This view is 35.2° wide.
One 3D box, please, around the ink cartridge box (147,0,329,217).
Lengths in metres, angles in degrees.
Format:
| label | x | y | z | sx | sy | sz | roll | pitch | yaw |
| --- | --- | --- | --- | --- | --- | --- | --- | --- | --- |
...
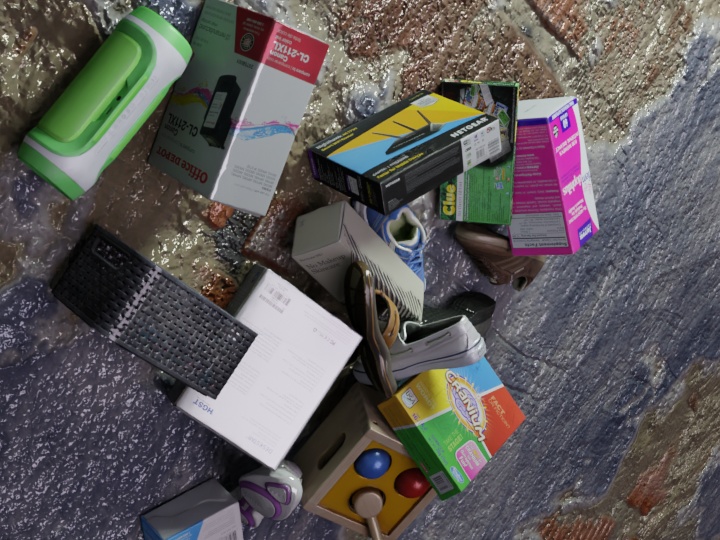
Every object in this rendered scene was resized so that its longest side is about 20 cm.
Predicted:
| label | x | y | z | sx | sy | sz | roll | pitch | yaw |
| --- | --- | --- | --- | --- | --- | --- | --- | --- | --- |
| ink cartridge box | -0.136 | -0.179 | 1.241 | 0.082 | 0.145 | 0.202 | 15 | 100 | -43 |

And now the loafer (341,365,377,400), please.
| label | x | y | z | sx | sy | sz | roll | pitch | yaw |
| --- | --- | --- | --- | --- | --- | --- | --- | --- | --- |
| loafer | -0.002 | 0.207 | 1.607 | 0.062 | 0.072 | 0.202 | -11 | 119 | -31 |

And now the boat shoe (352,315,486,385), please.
| label | x | y | z | sx | sy | sz | roll | pitch | yaw |
| --- | --- | --- | --- | --- | --- | --- | --- | --- | --- |
| boat shoe | 0.069 | 0.096 | 1.494 | 0.067 | 0.198 | 0.074 | 64 | 31 | -19 |

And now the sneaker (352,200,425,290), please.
| label | x | y | z | sx | sy | sz | roll | pitch | yaw |
| --- | --- | --- | --- | --- | --- | --- | --- | --- | --- |
| sneaker | 0.050 | -0.028 | 1.531 | 0.076 | 0.077 | 0.201 | -44 | 134 | -19 |

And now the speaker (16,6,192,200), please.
| label | x | y | z | sx | sy | sz | roll | pitch | yaw |
| --- | --- | --- | --- | --- | --- | --- | --- | --- | --- |
| speaker | -0.262 | -0.173 | 1.174 | 0.201 | 0.088 | 0.088 | -53 | 135 | -8 |

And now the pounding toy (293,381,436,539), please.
| label | x | y | z | sx | sy | sz | roll | pitch | yaw |
| --- | --- | --- | --- | --- | --- | --- | --- | --- | --- |
| pounding toy | 0.020 | 0.299 | 1.554 | 0.183 | 0.143 | 0.200 | 29 | 112 | -27 |

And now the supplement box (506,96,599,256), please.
| label | x | y | z | sx | sy | sz | roll | pitch | yaw |
| --- | --- | --- | --- | --- | --- | --- | --- | --- | --- |
| supplement box | 0.258 | -0.131 | 1.603 | 0.101 | 0.103 | 0.202 | -37 | 120 | -48 |

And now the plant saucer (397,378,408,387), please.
| label | x | y | z | sx | sy | sz | roll | pitch | yaw |
| --- | --- | --- | --- | --- | --- | --- | --- | --- | --- |
| plant saucer | 0.042 | 0.239 | 1.696 | 0.070 | 0.019 | 0.202 | 18 | 98 | -45 |

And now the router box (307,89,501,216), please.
| label | x | y | z | sx | sy | sz | roll | pitch | yaw |
| --- | --- | --- | --- | --- | --- | --- | --- | --- | --- |
| router box | 0.056 | -0.152 | 1.425 | 0.199 | 0.149 | 0.051 | -30 | 128 | -28 |

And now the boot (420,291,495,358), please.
| label | x | y | z | sx | sy | sz | roll | pitch | yaw |
| --- | --- | --- | --- | --- | --- | --- | --- | --- | --- |
| boot | 0.124 | 0.119 | 1.678 | 0.199 | 0.068 | 0.132 | -16 | 123 | -36 |

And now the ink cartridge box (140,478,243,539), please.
| label | x | y | z | sx | sy | sz | roll | pitch | yaw |
| --- | --- | --- | --- | --- | --- | --- | --- | --- | --- |
| ink cartridge box | -0.214 | 0.393 | 1.504 | 0.114 | 0.068 | 0.202 | -23 | 123 | -32 |

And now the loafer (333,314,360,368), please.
| label | x | y | z | sx | sy | sz | roll | pitch | yaw |
| --- | --- | --- | --- | --- | --- | --- | --- | --- | --- |
| loafer | -0.080 | 0.124 | 1.495 | 0.199 | 0.067 | 0.077 | -34 | 129 | -26 |

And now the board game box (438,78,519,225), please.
| label | x | y | z | sx | sy | sz | roll | pitch | yaw |
| --- | --- | --- | --- | --- | --- | --- | --- | --- | --- |
| board game box | 0.161 | -0.161 | 1.555 | 0.024 | 0.104 | 0.202 | -66 | 159 | -61 |

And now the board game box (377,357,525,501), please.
| label | x | y | z | sx | sy | sz | roll | pitch | yaw |
| --- | --- | --- | --- | --- | --- | --- | --- | --- | --- |
| board game box | 0.127 | 0.192 | 1.539 | 0.154 | 0.040 | 0.200 | 55 | 41 | -1 |

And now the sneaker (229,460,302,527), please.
| label | x | y | z | sx | sy | sz | roll | pitch | yaw |
| --- | --- | --- | --- | --- | --- | --- | --- | --- | --- |
| sneaker | -0.114 | 0.275 | 1.481 | 0.100 | 0.200 | 0.075 | -42 | 93 | -27 |

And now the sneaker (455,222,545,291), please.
| label | x | y | z | sx | sy | sz | roll | pitch | yaw |
| --- | --- | --- | --- | --- | --- | --- | --- | --- | --- |
| sneaker | 0.204 | -0.014 | 1.681 | 0.199 | 0.070 | 0.076 | 15 | 101 | -44 |

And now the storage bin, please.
| label | x | y | z | sx | sy | sz | roll | pitch | yaw |
| --- | --- | --- | --- | --- | --- | --- | --- | --- | --- |
| storage bin | -0.228 | 0.049 | 1.275 | 0.200 | 0.135 | 0.094 | 38 | 84 | -45 |

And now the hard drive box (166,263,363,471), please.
| label | x | y | z | sx | sy | sz | roll | pitch | yaw |
| --- | --- | --- | --- | --- | --- | --- | --- | --- | --- |
| hard drive box | -0.119 | 0.118 | 1.408 | 0.155 | 0.077 | 0.201 | 36 | 83 | -17 |

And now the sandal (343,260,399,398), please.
| label | x | y | z | sx | sy | sz | roll | pitch | yaw |
| --- | --- | --- | --- | --- | --- | --- | --- | --- | --- |
| sandal | 0.024 | 0.071 | 1.428 | 0.054 | 0.082 | 0.202 | -23 | 119 | -14 |

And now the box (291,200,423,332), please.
| label | x | y | z | sx | sy | sz | roll | pitch | yaw |
| --- | --- | --- | --- | --- | --- | --- | --- | --- | --- |
| box | 0.000 | 0.000 | 1.474 | 0.200 | 0.082 | 0.069 | 43 | 41 | -40 |
